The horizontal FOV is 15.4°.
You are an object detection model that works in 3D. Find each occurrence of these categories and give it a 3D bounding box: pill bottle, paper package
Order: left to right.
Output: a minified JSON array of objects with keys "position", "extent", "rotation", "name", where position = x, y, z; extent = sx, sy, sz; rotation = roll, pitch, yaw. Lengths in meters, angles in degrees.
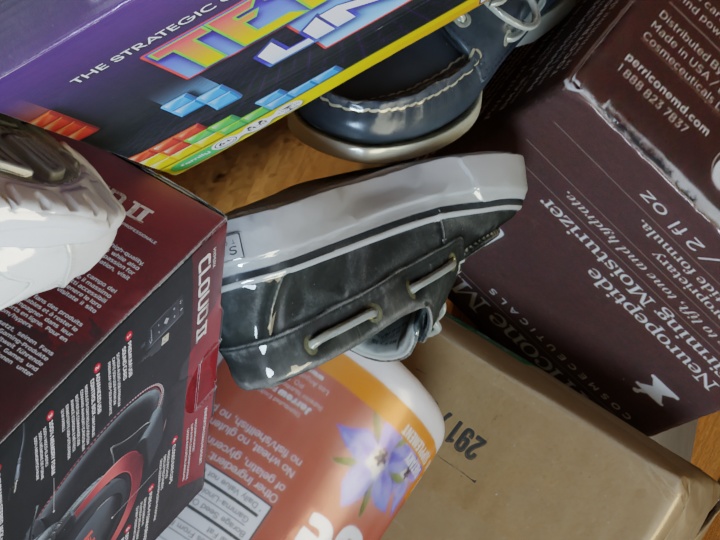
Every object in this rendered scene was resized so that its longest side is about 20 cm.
[{"position":[-0.063,0.111,1.041],"extent":[0.200,0.112,0.112],"rotation":[-56,161,-15],"name":"pill bottle"},{"position":[0.025,0.121,1.149],"extent":[0.191,0.200,0.103],"rotation":[-59,161,-2],"name":"paper package"}]

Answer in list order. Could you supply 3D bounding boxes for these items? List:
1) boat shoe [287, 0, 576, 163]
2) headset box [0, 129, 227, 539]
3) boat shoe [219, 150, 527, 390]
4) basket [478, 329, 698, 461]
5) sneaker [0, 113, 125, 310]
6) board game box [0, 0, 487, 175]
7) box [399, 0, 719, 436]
[{"position":[0.038,-0.106,1.044],"extent":[0.200,0.075,0.062],"rotation":[-38,152,-45],"name":"boat shoe"},{"position":[-0.120,0.060,0.868],"extent":[0.200,0.075,0.149],"rotation":[-47,158,-36],"name":"headset box"},{"position":[0.000,0.000,0.992],"extent":[0.200,0.072,0.071],"rotation":[-19,98,-53],"name":"boat shoe"},{"position":[0.123,0.041,1.415],"extent":[0.180,0.136,0.200],"rotation":[-60,163,-48],"name":"basket"},{"position":[-0.147,0.003,0.737],"extent":[0.200,0.078,0.100],"rotation":[-11,135,-56],"name":"sneaker"},{"position":[-0.012,-0.106,0.781],"extent":[0.200,0.057,0.165],"rotation":[-29,168,14],"name":"board game box"},{"position":[0.141,-0.050,1.147],"extent":[0.164,0.166,0.200],"rotation":[-52,-170,-27],"name":"box"}]
